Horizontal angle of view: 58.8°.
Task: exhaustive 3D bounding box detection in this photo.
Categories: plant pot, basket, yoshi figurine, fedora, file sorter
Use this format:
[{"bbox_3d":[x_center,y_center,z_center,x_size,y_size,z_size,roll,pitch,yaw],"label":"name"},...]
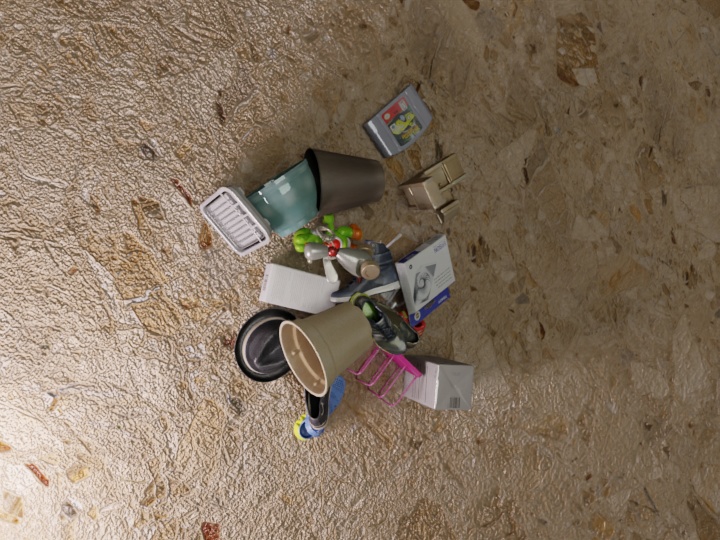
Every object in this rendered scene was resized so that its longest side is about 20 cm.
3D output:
[{"bbox_3d":[-0.074,0.176,1.589,0.181,0.199,0.205,-29,101,-30],"label":"plant pot"},{"bbox_3d":[-0.188,-0.171,1.618,0.199,0.199,0.136,-36,104,-18],"label":"plant pot"},{"bbox_3d":[-0.043,-0.236,1.718,0.195,0.135,0.186,-4,86,-26],"label":"basket"},{"bbox_3d":[-0.100,-0.085,1.720,0.196,0.112,0.115,-3,68,-34],"label":"yoshi figurine"},{"bbox_3d":[-0.229,0.198,1.663,0.195,0.091,0.207,0,90,-22],"label":"fedora"},{"bbox_3d":[0.041,0.258,1.755,0.200,0.139,0.126,44,79,-17],"label":"file sorter"}]

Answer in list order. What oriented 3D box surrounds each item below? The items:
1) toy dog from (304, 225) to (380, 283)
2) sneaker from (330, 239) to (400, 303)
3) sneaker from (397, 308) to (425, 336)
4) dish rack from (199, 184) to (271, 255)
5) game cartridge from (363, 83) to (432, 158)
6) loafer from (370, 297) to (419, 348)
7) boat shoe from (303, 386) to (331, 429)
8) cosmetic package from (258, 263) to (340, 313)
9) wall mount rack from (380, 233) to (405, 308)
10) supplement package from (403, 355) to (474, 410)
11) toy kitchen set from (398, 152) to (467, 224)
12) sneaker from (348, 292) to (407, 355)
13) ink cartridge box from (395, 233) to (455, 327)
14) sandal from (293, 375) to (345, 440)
[{"bbox_3d":[-0.048,-0.017,1.609,0.195,0.133,0.098,21,123,0],"label":"toy dog"},{"bbox_3d":[0.000,0.000,1.694,0.198,0.077,0.150,-16,100,-21],"label":"sneaker"},{"bbox_3d":[0.099,0.141,1.799,0.196,0.078,0.086,17,116,-31],"label":"sneaker"},{"bbox_3d":[-0.303,-0.128,1.581,0.172,0.198,0.044,50,56,-15],"label":"dish rack"},{"bbox_3d":[0.114,-0.422,1.830,0.200,0.041,0.134,-43,110,-16],"label":"game cartridge"},{"bbox_3d":[0.086,0.139,1.720,0.198,0.069,0.076,34,74,-14],"label":"loafer"},{"bbox_3d":[-0.115,0.311,1.684,0.071,0.063,0.205,-8,60,7],"label":"boat shoe"},{"bbox_3d":[-0.161,0.053,1.701,0.195,0.071,0.104,15,85,-22],"label":"cosmetic package"},{"bbox_3d":[0.089,0.004,1.804,0.200,0.074,0.175,44,74,-18],"label":"wall mount rack"},{"bbox_3d":[0.216,0.312,1.793,0.118,0.199,0.123,5,88,-21],"label":"supplement package"},{"bbox_3d":[0.249,-0.217,1.810,0.198,0.180,0.166,-32,103,-14],"label":"toy kitchen set"},{"bbox_3d":[0.049,0.142,1.633,0.074,0.081,0.200,-46,101,-7],"label":"sneaker"},{"bbox_3d":[0.190,0.030,1.784,0.198,0.040,0.205,-34,118,-38],"label":"ink cartridge box"},{"bbox_3d":[-0.099,0.375,1.725,0.079,0.087,0.203,34,77,-17],"label":"sandal"}]
